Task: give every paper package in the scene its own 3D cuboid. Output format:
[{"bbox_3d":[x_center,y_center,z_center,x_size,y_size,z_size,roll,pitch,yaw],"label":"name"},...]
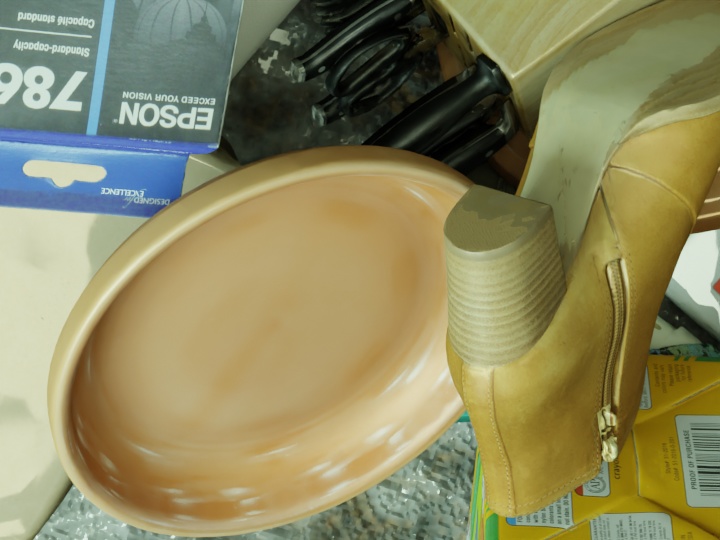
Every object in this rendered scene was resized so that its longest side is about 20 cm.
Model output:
[{"bbox_3d":[-0.174,-0.012,0.980,0.190,0.103,0.200,31,96,-7],"label":"paper package"}]

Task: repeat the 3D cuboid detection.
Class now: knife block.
[{"bbox_3d":[0.077,-0.098,0.918,0.199,0.064,0.176,5,73,12],"label":"knife block"}]

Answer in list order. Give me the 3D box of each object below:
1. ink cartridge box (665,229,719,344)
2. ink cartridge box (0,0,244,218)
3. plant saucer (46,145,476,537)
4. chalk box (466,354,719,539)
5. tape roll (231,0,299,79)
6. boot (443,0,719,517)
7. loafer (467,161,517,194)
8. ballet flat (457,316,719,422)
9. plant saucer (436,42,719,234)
[{"bbox_3d":[0.183,-0.083,1.012,0.162,0.050,0.200,41,98,-8],"label":"ink cartridge box"},{"bbox_3d":[-0.091,-0.108,0.804,0.099,0.039,0.201,2,112,-22],"label":"ink cartridge box"},{"bbox_3d":[-0.032,0.025,0.894,0.199,0.038,0.201,-17,138,-16],"label":"plant saucer"},{"bbox_3d":[0.107,0.146,0.988,0.123,0.125,0.200,3,134,-1],"label":"chalk box"},{"bbox_3d":[-0.112,-0.160,0.911,0.202,0.202,0.071,41,95,-8],"label":"tape roll"},{"bbox_3d":[0.102,-0.007,0.894,0.201,0.071,0.144,-42,138,-30],"label":"boot"},{"bbox_3d":[0.000,0.000,0.976,0.199,0.070,0.075,-16,138,-24],"label":"loafer"},{"bbox_3d":[0.093,0.038,1.021,0.199,0.074,0.075,1,99,-6],"label":"ballet flat"},{"bbox_3d":[0.130,-0.113,0.964,0.199,0.032,0.201,-4,71,10],"label":"plant saucer"}]
